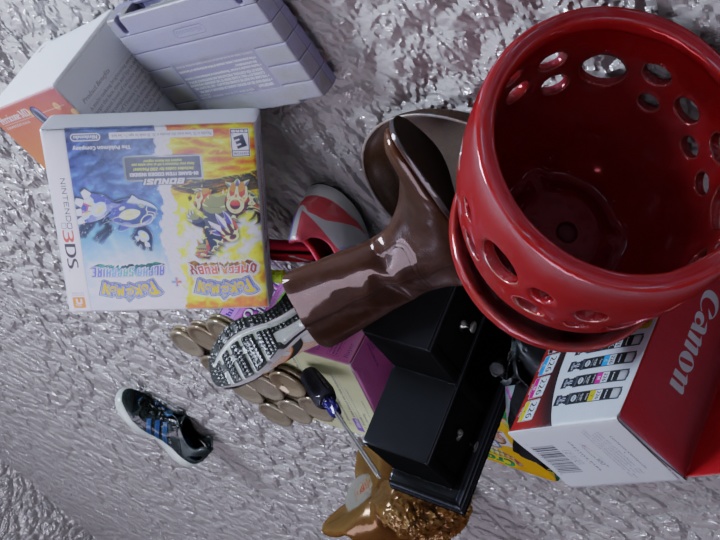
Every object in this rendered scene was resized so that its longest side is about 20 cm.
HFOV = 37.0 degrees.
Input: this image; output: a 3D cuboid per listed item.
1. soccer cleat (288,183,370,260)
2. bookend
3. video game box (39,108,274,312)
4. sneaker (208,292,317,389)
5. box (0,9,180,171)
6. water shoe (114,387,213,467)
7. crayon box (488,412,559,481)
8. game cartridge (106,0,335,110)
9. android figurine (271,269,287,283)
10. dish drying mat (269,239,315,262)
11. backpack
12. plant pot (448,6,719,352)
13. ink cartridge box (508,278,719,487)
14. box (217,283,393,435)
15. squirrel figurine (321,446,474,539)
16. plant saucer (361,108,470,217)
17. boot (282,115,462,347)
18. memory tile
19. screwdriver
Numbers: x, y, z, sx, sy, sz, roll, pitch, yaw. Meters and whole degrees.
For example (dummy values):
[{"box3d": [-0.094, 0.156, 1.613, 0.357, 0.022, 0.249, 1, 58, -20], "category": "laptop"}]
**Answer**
[{"box3d": [0.000, 0.000, 1.115, 0.068, 0.074, 0.200, -6, 136, 47], "category": "soccer cleat"}, {"box3d": [0.068, 0.102, 1.045, 0.091, 0.201, 0.200, 13, 159, 32], "category": "bookend"}, {"box3d": [-0.185, -0.053, 0.999, 0.196, 0.047, 0.185, -2, 117, 2], "category": "video game box"}, {"box3d": [-0.080, 0.072, 1.184, 0.198, 0.074, 0.080, -34, 149, 14], "category": "sneaker"}, {"box3d": [-0.246, -0.139, 1.090, 0.151, 0.107, 0.200, -5, 137, 48], "category": "box"}, {"box3d": [-0.345, 0.266, 1.918, 0.079, 0.072, 0.200, -35, 113, 30], "category": "water shoe"}, {"box3d": [0.145, 0.169, 1.269, 0.197, 0.059, 0.120, 14, 148, 27], "category": "crayon box"}, {"box3d": [-0.125, -0.197, 0.957, 0.198, 0.039, 0.130, 1, 144, 43], "category": "game cartridge"}, {"box3d": [-0.177, 0.006, 1.136, 0.196, 0.042, 0.182, 0, 174, 19], "category": "android figurine"}, {"box3d": [-0.124, -0.022, 1.143, 0.196, 0.019, 0.077, 2, 174, -20], "category": "dish drying mat"}, {"box3d": [0.215, 0.119, 1.046, 0.165, 0.128, 0.201, 23, 149, 16], "category": "backpack"}, {"box3d": [0.157, -0.052, 0.754, 0.198, 0.203, 0.183, 28, 161, 2], "category": "plant pot"}, {"box3d": [0.233, 0.061, 0.852, 0.084, 0.202, 0.175, 39, 151, -17], "category": "ink cartridge box"}, {"box3d": [-0.050, 0.101, 1.307, 0.197, 0.098, 0.177, 12, 148, 28], "category": "box"}, {"box3d": [0.079, 0.365, 1.580, 0.186, 0.143, 0.199, 36, 155, -25], "category": "squirrel figurine"}, {"box3d": [0.095, -0.074, 0.947, 0.197, 0.032, 0.201, 24, 152, 13], "category": "plant saucer"}, {"box3d": [-0.002, -0.023, 0.930, 0.197, 0.065, 0.187, -21, 125, 22], "category": "boot"}, {"box3d": [-0.129, 0.122, 1.295, 0.200, 0.017, 0.152, 42, 150, -20], "category": "memory tile"}, {"box3d": [-0.018, 0.163, 1.145, 0.029, 0.028, 0.200, 45, -179, -41], "category": "screwdriver"}]
